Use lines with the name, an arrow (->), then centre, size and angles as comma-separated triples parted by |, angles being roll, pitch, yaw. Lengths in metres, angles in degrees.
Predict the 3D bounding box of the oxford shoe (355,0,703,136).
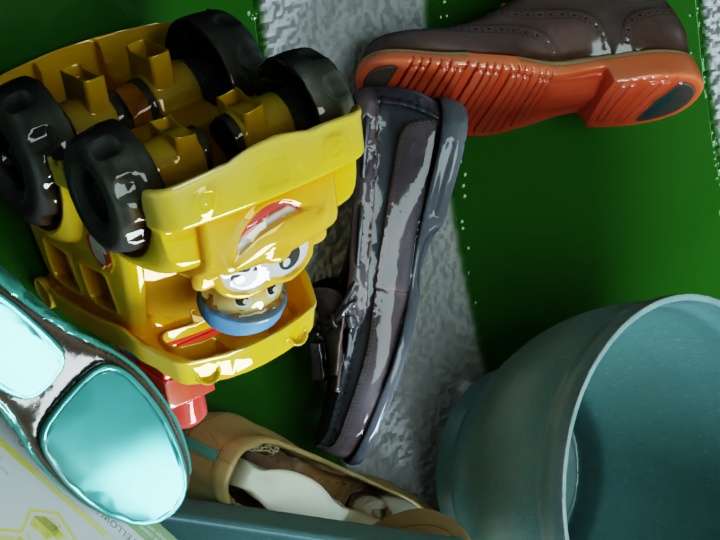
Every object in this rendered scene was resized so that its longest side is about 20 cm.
oxford shoe -> 0.086, -0.120, 1.502 | 0.200, 0.071, 0.073 | 0, 63, -25

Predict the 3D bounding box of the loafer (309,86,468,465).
loafer -> 0.000, 0.000, 1.457 | 0.063, 0.072, 0.200 | 16, 93, -13

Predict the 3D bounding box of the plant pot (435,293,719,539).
plant pot -> 0.126, 0.112, 1.497 | 0.200, 0.134, 0.201 | 0, 89, -45

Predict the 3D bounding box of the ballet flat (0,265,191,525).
ballet flat -> -0.152, 0.046, 1.311 | 0.067, 0.070, 0.200 | -44, 130, -1

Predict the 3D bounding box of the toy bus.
toy bus -> -0.083, -0.010, 1.327 | 0.136, 0.200, 0.192 | -22, 116, -27

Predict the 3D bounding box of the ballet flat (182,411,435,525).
ballet flat -> -0.014, 0.135, 1.464 | 0.200, 0.063, 0.069 | 26, 84, -33

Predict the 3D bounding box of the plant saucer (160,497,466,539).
plant saucer -> -0.048, 0.156, 1.394 | 0.200, 0.019, 0.070 | 7, 94, 12

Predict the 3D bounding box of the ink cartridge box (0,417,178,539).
ink cartridge box -> -0.180, 0.164, 1.303 | 0.146, 0.048, 0.200 | 43, 43, -11

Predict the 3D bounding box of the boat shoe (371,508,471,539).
boat shoe -> -0.013, 0.211, 1.429 | 0.200, 0.074, 0.069 | -49, 158, -14
